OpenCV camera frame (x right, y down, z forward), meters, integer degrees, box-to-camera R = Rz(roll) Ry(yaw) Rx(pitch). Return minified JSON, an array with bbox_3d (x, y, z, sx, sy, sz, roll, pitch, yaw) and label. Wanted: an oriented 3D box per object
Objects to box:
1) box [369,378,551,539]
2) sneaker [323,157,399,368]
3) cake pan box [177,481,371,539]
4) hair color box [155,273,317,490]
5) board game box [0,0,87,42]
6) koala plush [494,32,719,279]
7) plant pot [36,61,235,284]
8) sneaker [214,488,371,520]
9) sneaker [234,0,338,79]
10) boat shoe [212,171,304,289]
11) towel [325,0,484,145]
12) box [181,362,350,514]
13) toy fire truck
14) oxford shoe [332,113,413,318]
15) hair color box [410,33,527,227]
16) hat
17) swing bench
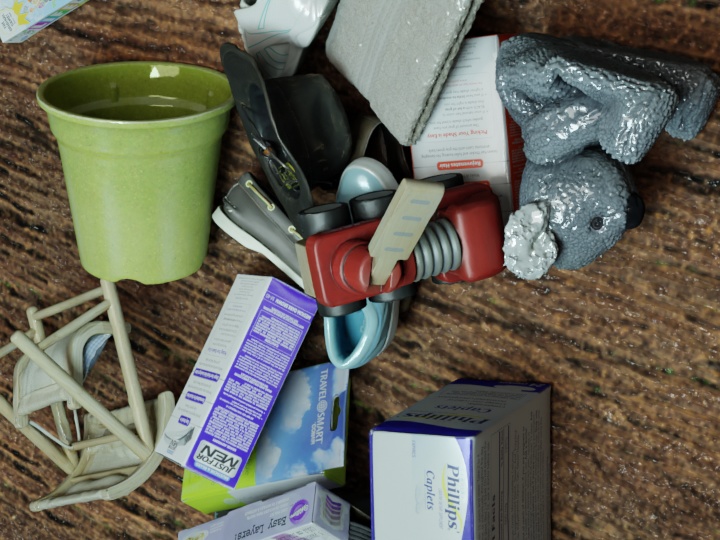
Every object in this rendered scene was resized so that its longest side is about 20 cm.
[{"bbox_3d":[0.096,0.211,1.399,0.104,0.200,0.186,3,100,27],"label":"box"},{"bbox_3d":[0.000,0.000,1.401,0.073,0.082,0.202,7,113,23],"label":"sneaker"},{"bbox_3d":[-0.052,0.291,1.504,0.199,0.184,0.053,-24,45,32],"label":"cake pan box"},{"bbox_3d":[-0.122,0.106,1.496,0.065,0.109,0.201,29,81,-20],"label":"hair color box"},{"bbox_3d":[-0.364,-0.364,1.624,0.134,0.034,0.201,-24,88,28],"label":"board game box"},{"bbox_3d":[0.190,-0.093,1.322,0.183,0.177,0.202,19,112,26],"label":"koala plush"},{"bbox_3d":[-0.220,-0.094,1.526,0.199,0.200,0.186,13,115,24],"label":"plant pot"},{"bbox_3d":[-0.064,0.240,1.556,0.198,0.075,0.080,-10,76,17],"label":"sneaker"},{"bbox_3d":[-0.081,-0.228,1.443,0.080,0.071,0.200,30,151,-3],"label":"sneaker"},{"bbox_3d":[-0.052,-0.021,1.503,0.201,0.072,0.061,35,99,5],"label":"boat shoe"},{"bbox_3d":[0.035,-0.218,1.350,0.133,0.034,0.201,52,144,23],"label":"towel"},{"bbox_3d":[-0.087,0.168,1.540,0.199,0.048,0.123,-15,57,28],"label":"box"},{"bbox_3d":[0.051,-0.030,1.283,0.200,0.175,0.130,-160,58,-68],"label":"toy fire truck"},{"bbox_3d":[0.019,-0.050,1.450,0.084,0.072,0.202,0,104,60],"label":"oxford shoe"},{"bbox_3d":[0.103,-0.115,1.417,0.101,0.061,0.202,-2,97,27],"label":"hair color box"},{"bbox_3d":[-0.055,-0.131,1.411,0.080,0.201,0.202,-24,87,-10],"label":"hat"},{"bbox_3d":[-0.301,0.136,1.586,0.198,0.129,0.201,-17,104,53],"label":"swing bench"}]
